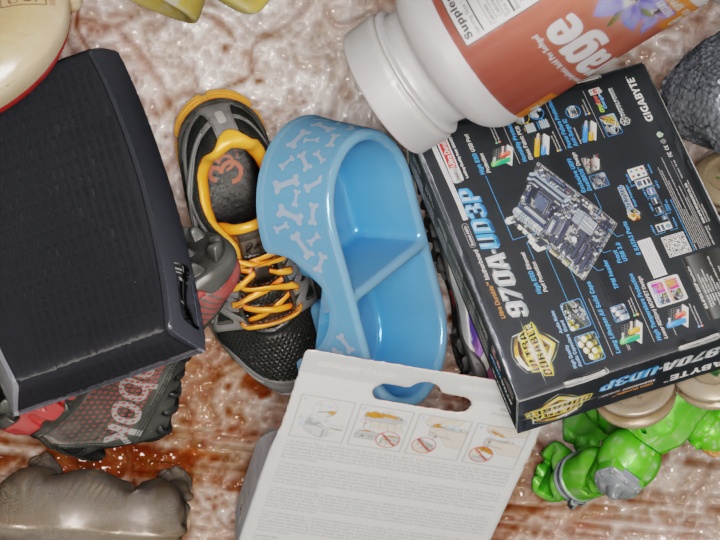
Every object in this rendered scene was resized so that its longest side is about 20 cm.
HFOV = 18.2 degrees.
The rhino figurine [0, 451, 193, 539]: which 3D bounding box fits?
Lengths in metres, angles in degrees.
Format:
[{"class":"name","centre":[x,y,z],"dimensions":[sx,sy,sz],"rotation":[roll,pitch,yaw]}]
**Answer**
[{"class":"rhino figurine","centre":[-0.202,0.151,1.416],"dimensions":[0.200,0.087,0.060],"rotation":[4,101,-11]}]

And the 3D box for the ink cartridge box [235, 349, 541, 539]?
[{"class":"ink cartridge box","centre":[0.018,0.116,1.418],"dimensions":[0.160,0.047,0.200],"rotation":[9,133,-11]}]

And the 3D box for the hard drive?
[{"class":"hard drive","centre":[-0.177,-0.028,1.328],"dimensions":[0.135,0.042,0.200],"rotation":[-19,72,3]}]

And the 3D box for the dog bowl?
[{"class":"dog bowl","centre":[0.000,0.000,1.399],"dimensions":[0.050,0.111,0.200],"rotation":[0,114,35]}]

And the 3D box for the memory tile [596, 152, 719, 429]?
[{"class":"memory tile","centre":[0.201,0.007,1.403],"dimensions":[0.153,0.200,0.017],"rotation":[-12,138,1]}]

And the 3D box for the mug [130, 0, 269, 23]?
[{"class":"mug","centre":[-0.125,-0.242,1.335],"dimensions":[0.149,0.187,0.153],"rotation":[25,88,19]}]

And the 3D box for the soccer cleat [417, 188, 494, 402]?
[{"class":"soccer cleat","centre":[0.091,0.024,1.448],"dimensions":[0.073,0.068,0.200],"rotation":[-14,101,-3]}]

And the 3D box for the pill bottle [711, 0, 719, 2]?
[{"class":"pill bottle","centre":[0.205,-0.274,1.376],"dimensions":[0.113,0.113,0.200],"rotation":[16,100,-13]}]

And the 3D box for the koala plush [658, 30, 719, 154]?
[{"class":"koala plush","centre":[0.297,-0.154,1.394],"dimensions":[0.183,0.177,0.200],"rotation":[18,103,-3]}]

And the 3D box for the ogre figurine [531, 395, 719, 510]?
[{"class":"ogre figurine","centre":[0.187,0.077,1.449],"dimensions":[0.200,0.120,0.098],"rotation":[-35,106,0]}]

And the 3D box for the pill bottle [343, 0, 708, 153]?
[{"class":"pill bottle","centre":[0.094,-0.154,1.302],"dimensions":[0.200,0.112,0.112],"rotation":[-32,107,18]}]

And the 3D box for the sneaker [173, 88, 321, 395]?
[{"class":"sneaker","centre":[-0.070,-0.011,1.408],"dimensions":[0.078,0.077,0.200],"rotation":[-20,106,-6]}]

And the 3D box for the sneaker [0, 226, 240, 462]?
[{"class":"sneaker","centre":[-0.135,0.052,1.397],"dimensions":[0.200,0.071,0.098],"rotation":[-39,118,25]}]

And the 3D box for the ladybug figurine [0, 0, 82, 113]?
[{"class":"ladybug figurine","centre":[-0.257,-0.129,1.313],"dimensions":[0.200,0.072,0.136],"rotation":[-11,62,4]}]

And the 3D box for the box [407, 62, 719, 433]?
[{"class":"box","centre":[0.134,-0.018,1.363],"dimensions":[0.159,0.046,0.200],"rotation":[-17,62,-8]}]
